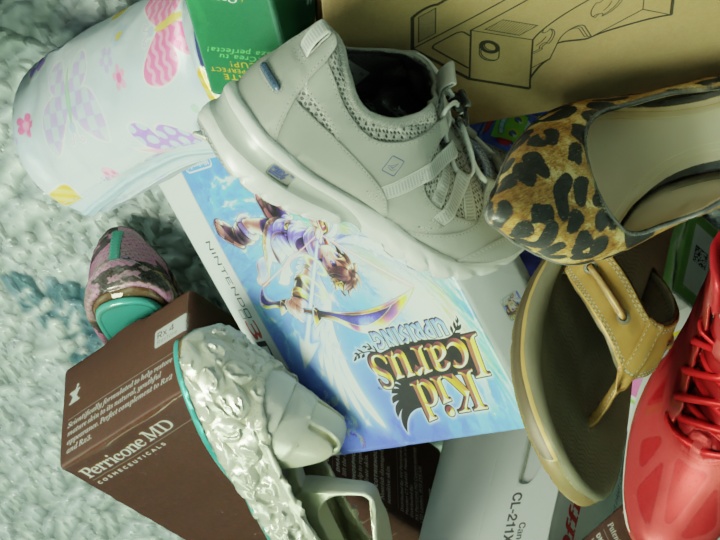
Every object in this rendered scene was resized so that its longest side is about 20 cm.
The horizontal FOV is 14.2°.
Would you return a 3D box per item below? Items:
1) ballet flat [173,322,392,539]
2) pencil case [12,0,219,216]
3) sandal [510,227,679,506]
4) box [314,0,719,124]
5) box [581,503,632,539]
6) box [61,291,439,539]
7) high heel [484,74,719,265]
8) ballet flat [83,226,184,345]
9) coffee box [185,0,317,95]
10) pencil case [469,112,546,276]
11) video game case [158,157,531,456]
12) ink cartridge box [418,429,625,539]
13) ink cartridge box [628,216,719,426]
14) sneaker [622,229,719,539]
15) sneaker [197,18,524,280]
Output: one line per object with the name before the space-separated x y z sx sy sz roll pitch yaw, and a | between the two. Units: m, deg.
ballet flat | -0.026 0.105 1.469 0.072 0.072 0.200 -8 119 34
pencil case | -0.089 -0.085 1.381 0.083 0.091 0.200 -11 178 -35
sandal | 0.122 0.012 1.344 0.054 0.200 0.080 -10 140 44
box | 0.079 -0.121 1.254 0.200 0.021 0.164 -11 148 -6
box | 0.170 0.163 1.477 0.100 0.075 0.200 31 117 -37
box | -0.056 0.102 1.572 0.100 0.075 0.200 -33 129 31
high heel | 0.152 -0.057 1.266 0.142 0.200 0.071 -18 90 39
ballet flat | -0.105 0.048 1.626 0.069 0.071 0.200 -9 139 12
coffee box | -0.047 -0.179 1.214 0.044 0.123 0.200 5 144 13
pencil case | 0.056 -0.011 1.455 0.087 0.078 0.200 43 147 3
video game case | 0.000 0.000 1.422 0.200 0.045 0.181 -14 109 56
ink cartridge box | 0.119 0.153 1.612 0.083 0.146 0.200 -6 141 30
ink cartridge box | 0.190 0.055 1.511 0.104 0.059 0.200 -20 133 42
sneaker | 0.166 0.043 1.357 0.078 0.200 0.116 18 180 17
sneaker | 0.025 -0.053 1.248 0.082 0.075 0.200 -46 146 23
